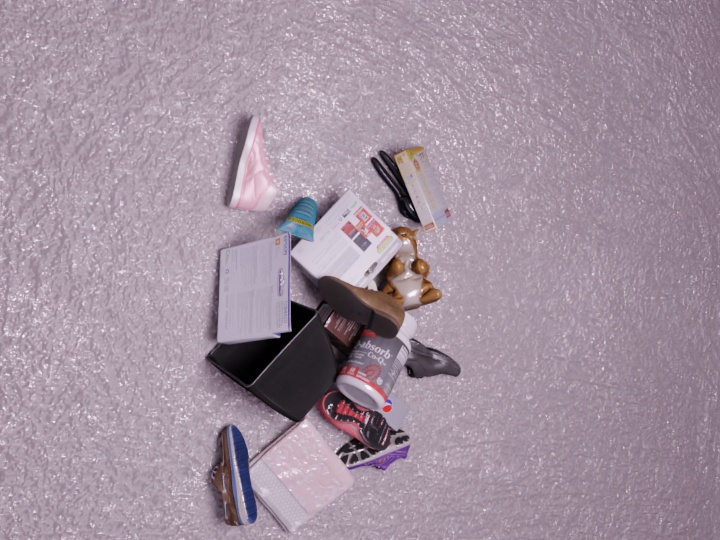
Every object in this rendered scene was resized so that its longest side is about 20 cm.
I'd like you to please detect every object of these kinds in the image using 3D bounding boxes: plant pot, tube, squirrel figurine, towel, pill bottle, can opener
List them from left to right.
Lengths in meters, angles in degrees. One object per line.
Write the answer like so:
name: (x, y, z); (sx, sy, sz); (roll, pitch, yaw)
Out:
plant pot: (-0.164, 0.196, 1.240); (0.200, 0.198, 0.178); (-46, 123, -22)
towel: (-0.137, 0.456, 1.311); (0.190, 0.032, 0.201); (-37, 108, -10)
tube: (-0.126, -0.105, 1.259); (0.076, 0.201, 0.051); (13, 113, -4)
pill bottle: (0.040, 0.184, 1.272); (0.116, 0.115, 0.201); (43, 60, -22)
can opener: (0.100, -0.208, 1.462); (0.063, 0.079, 0.201); (-35, 97, -17)
squirrel figurine: (0.105, -0.004, 1.414); (0.139, 0.200, 0.190); (-12, 79, 4)

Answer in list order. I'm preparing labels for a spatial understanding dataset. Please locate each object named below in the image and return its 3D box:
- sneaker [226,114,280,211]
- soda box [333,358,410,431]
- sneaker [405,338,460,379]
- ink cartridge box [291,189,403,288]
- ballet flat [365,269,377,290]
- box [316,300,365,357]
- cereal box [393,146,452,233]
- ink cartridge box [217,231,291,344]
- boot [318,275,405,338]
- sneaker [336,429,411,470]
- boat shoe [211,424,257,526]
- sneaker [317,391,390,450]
sneaker: (-0.216, -0.222, 1.270); (0.103, 0.075, 0.203); (12, 91, -24)
soda box: (0.023, 0.297, 1.411); (0.200, 0.063, 0.069); (43, 69, -23)
sneaker: (0.164, 0.236, 1.497); (0.198, 0.076, 0.092); (26, 87, -20)
ink cartridge box: (-0.032, -0.043, 1.323); (0.175, 0.084, 0.200); (43, 78, 2)
ballet flat: (0.000, 0.000, 1.399); (0.069, 0.069, 0.203); (-26, 102, -27)
box: (-0.016, 0.156, 1.369); (0.200, 0.100, 0.075); (44, 70, -22)
cereal box: (0.156, -0.200, 1.452); (0.144, 0.039, 0.203); (-29, 98, -63)
ink cartridge box: (-0.204, 0.039, 1.189); (0.040, 0.198, 0.203); (19, 65, -53)
boot: (0.003, 0.064, 1.246); (0.198, 0.074, 0.076); (31, 41, 7)
sneaker: (0.035, 0.447, 1.413); (0.197, 0.081, 0.085); (-6, 110, -24)
boat shoe: (-0.271, 0.426, 1.228); (0.071, 0.072, 0.203); (-16, 72, 10)
sneaker: (-0.016, 0.342, 1.364); (0.199, 0.087, 0.074); (39, 64, -15)
